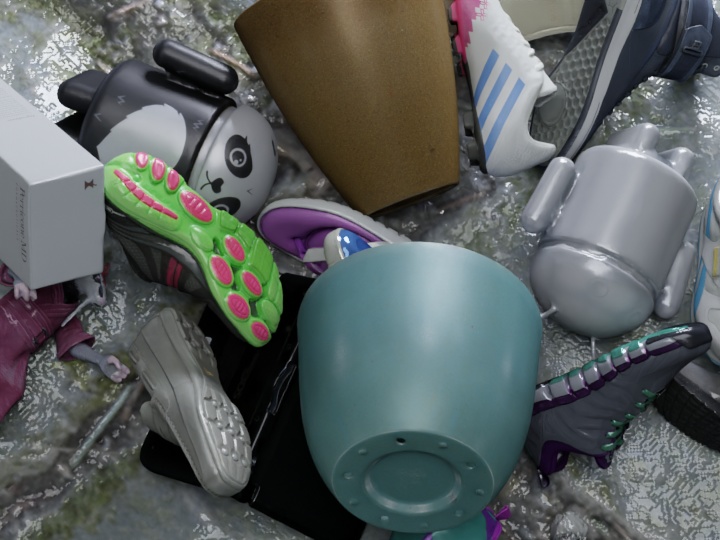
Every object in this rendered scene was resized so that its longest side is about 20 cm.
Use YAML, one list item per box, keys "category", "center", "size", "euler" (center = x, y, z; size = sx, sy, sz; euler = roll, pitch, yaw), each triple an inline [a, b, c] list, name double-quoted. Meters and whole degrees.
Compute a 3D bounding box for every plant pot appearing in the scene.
- category: "plant pot"
  center: [0.008, -0.153, 1.586]
  size: [0.186, 0.186, 0.201]
  euler: [-19, 87, -6]
- category: "plant pot"
  center: [0.043, 0.106, 1.421]
  size: [0.199, 0.201, 0.161]
  euler: [3, 45, 1]

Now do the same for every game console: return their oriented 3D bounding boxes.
- category: "game console"
  center: [-0.063, 0.116, 1.567]
  size: [0.175, 0.116, 0.201]
  euler: [11, 69, 36]

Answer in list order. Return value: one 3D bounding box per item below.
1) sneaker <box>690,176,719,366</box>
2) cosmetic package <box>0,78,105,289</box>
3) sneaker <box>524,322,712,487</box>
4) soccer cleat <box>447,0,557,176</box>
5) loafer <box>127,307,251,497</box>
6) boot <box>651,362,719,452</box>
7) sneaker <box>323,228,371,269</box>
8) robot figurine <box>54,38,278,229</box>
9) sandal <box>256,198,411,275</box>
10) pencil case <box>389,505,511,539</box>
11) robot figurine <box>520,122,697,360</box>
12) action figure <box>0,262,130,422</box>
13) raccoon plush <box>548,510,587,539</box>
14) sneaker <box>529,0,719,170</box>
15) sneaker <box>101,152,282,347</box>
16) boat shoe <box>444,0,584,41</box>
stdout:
- category: "sneaker"
  center: [0.324, -0.004, 1.548]
  size: [0.076, 0.081, 0.201]
  euler: [4, 55, -2]
- category: "cosmetic package"
  center: [-0.293, -0.077, 1.535]
  size: [0.071, 0.102, 0.200]
  euler: [-16, 35, -32]
- category: "sneaker"
  center: [0.217, 0.111, 1.510]
  size: [0.200, 0.074, 0.088]
  euler: [-28, 83, 35]
- category: "soccer cleat"
  center: [0.126, -0.183, 1.605]
  size: [0.086, 0.070, 0.201]
  euler: [-8, 87, 3]
- category: "loafer"
  center: [-0.144, 0.116, 1.500]
  size: [0.070, 0.070, 0.200]
  euler: [-39, 42, 12]
- category: "boot"
  center: [0.346, 0.097, 1.555]
  size: [0.200, 0.070, 0.132]
  euler: [33, 65, 10]
- category: "sneaker"
  center: [0.065, 0.020, 1.509]
  size: [0.111, 0.077, 0.200]
  euler: [-32, 114, 21]
- category: "robot figurine"
  center: [-0.171, -0.108, 1.584]
  size: [0.199, 0.150, 0.125]
  euler: [22, 60, 8]
- category: "sandal"
  center: [0.001, -0.005, 1.569]
  size: [0.202, 0.083, 0.050]
  euler: [22, 49, 6]
- category: "pencil case"
  center: [0.053, 0.277, 1.478]
  size: [0.092, 0.085, 0.201]
  euler: [11, 72, 16]
- category: "robot figurine"
  center: [0.217, -0.027, 1.563]
  size: [0.169, 0.113, 0.201]
  euler: [31, 73, -14]
- category: "action figure"
  center: [-0.294, 0.052, 1.566]
  size: [0.200, 0.134, 0.149]
  euler: [-41, 33, -25]
- category: "raccoon plush"
  center: [0.211, 0.300, 1.471]
  size: [0.133, 0.097, 0.201]
  euler: [14, 72, -3]
- category: "sneaker"
  center: [0.246, -0.169, 1.628]
  size: [0.077, 0.146, 0.203]
  euler: [48, 120, 49]
- category: "sneaker"
  center: [-0.143, -0.016, 1.526]
  size: [0.200, 0.084, 0.077]
  euler: [47, 55, -6]
- category: "boat shoe"
  center: [0.154, -0.250, 1.665]
  size: [0.199, 0.060, 0.072]
  euler: [-5, 113, 4]
